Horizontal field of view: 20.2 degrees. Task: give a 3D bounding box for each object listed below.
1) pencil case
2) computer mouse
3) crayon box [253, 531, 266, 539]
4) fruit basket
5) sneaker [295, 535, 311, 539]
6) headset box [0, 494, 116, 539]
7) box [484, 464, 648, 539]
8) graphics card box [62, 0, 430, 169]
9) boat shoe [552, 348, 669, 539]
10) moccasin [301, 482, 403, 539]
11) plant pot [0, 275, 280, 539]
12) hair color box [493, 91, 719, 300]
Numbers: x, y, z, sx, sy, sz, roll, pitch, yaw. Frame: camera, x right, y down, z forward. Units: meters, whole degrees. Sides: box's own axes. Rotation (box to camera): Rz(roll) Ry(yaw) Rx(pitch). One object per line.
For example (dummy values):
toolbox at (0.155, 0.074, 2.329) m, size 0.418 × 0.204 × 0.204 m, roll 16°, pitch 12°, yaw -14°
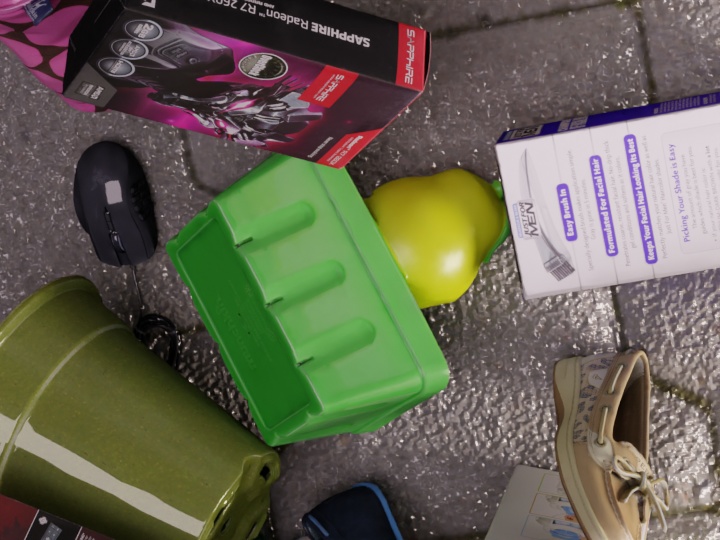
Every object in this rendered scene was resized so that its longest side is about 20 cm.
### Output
pencil case at (-0.195, -0.172, 1.350) m, size 0.093 × 0.200 × 0.091 m, roll -21°, pitch 73°, yaw 6°
computer mouse at (-0.170, 0.005, 1.473) m, size 0.058 × 0.034 × 0.201 m, roll -8°, pitch 103°, yaw 15°
crayon box at (-0.153, 0.269, 1.463) m, size 0.200 × 0.058 × 0.119 m, roll -19°, pitch 114°, yaw -17°
fruit basket at (0.000, 0.000, 1.389) m, size 0.216 × 0.216 × 0.155 m, roll 50°, pitch 146°, yaw -2°
sneaker at (0.018, 0.276, 1.477) m, size 0.200 × 0.071 × 0.080 m, roll 37°, pitch 152°, yaw 22°
headset box at (-0.201, 0.222, 1.328) m, size 0.199 × 0.077 × 0.149 m, roll 22°, pitch 152°, yaw 3°
box at (0.131, 0.224, 1.367) m, size 0.101 × 0.200 × 0.113 m, roll 10°, pitch 107°, yaw 10°
graphics card box at (-0.072, -0.129, 1.259) m, size 0.199 × 0.051 × 0.125 m, roll 15°, pitch 154°, yaw -22°
boat shoe at (0.167, 0.118, 1.336) m, size 0.063 × 0.200 × 0.073 m, roll -20°, pitch 125°, yaw 13°
moccasin at (0.012, 0.238, 1.413) m, size 0.068 × 0.200 × 0.081 m, roll -17°, pitch 128°, yaw -10°
plant pot at (-0.164, 0.134, 1.399) m, size 0.190 × 0.200 × 0.200 m, roll 28°, pitch 109°, yaw 17°
hair color box at (0.197, -0.054, 1.346) m, size 0.199 × 0.065 × 0.110 m, roll -10°, pitch 102°, yaw 10°
